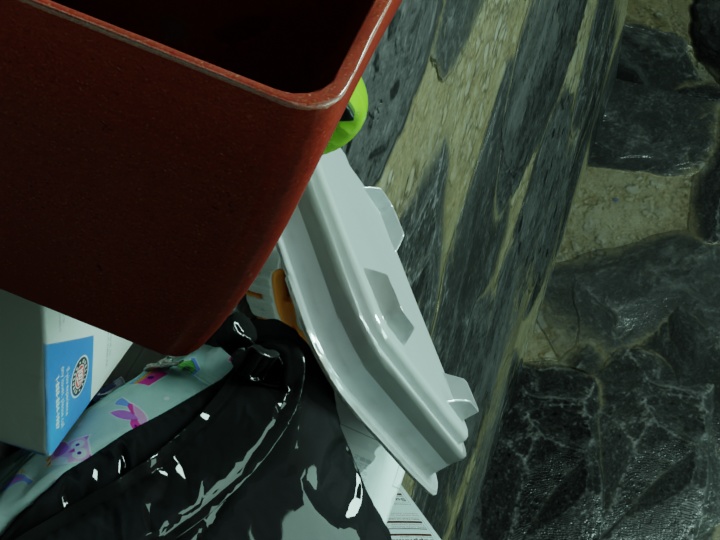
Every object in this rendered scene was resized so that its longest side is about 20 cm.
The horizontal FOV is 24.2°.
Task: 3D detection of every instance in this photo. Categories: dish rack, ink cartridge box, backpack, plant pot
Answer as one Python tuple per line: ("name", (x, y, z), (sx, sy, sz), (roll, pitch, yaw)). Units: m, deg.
("dish rack", (0.000, 0.000, 0.848), (0.172, 0.043, 0.200), (51, 14, -53))
("ink cartridge box", (-0.123, -0.029, 0.746), (0.200, 0.067, 0.116), (-60, 161, -52))
("backpack", (-0.096, 0.129, 0.751), (0.200, 0.127, 0.167), (-29, 98, -30))
("plant pot", (-0.085, -0.091, 0.588), (0.176, 0.199, 0.200), (107, 6, -49))

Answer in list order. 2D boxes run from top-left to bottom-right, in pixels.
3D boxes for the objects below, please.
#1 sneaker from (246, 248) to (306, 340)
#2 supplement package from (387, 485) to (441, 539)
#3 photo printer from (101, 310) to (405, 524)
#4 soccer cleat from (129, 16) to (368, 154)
("sneaker", (-0.039, 0.036, 1.212), (0.200, 0.078, 0.077), (92, 11, -45))
("supplement package", (-0.034, 0.249, 1.106), (0.200, 0.147, 0.192), (-131, -134, -59))
("photo printer", (-0.079, 0.106, 0.877), (0.069, 0.200, 0.167), (2, -111, 58))
("soccer cleat", (-0.070, -0.129, 0.730), (0.200, 0.067, 0.081), (46, 21, -29))
